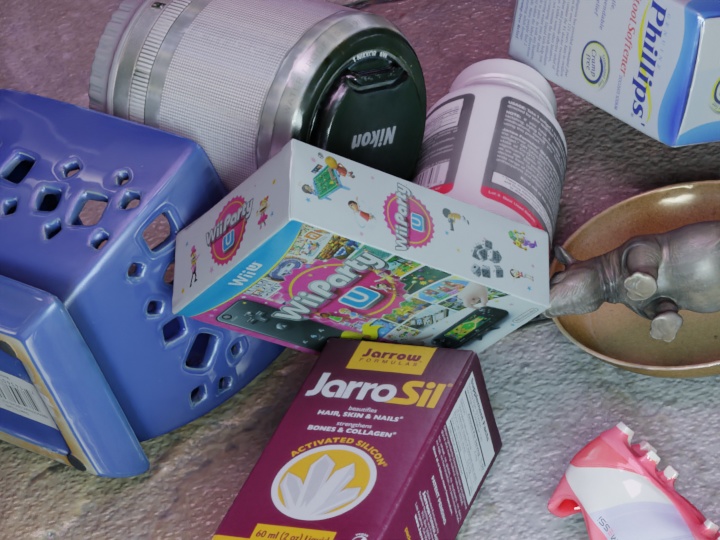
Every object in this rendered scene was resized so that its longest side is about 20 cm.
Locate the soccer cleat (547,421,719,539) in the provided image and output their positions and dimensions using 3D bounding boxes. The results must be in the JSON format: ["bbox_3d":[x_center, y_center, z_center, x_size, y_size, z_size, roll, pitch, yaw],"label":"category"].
[{"bbox_3d":[0.184,0.172,1.564,0.077,0.067,0.200,-48,44,9],"label":"soccer cleat"}]

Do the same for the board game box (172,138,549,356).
[{"bbox_3d":[0.000,0.000,1.691,0.147,0.200,0.064,-37,43,47],"label":"board game box"}]

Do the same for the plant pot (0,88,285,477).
[{"bbox_3d":[-0.196,0.018,1.788,0.200,0.200,0.180,17,54,36],"label":"plant pot"}]

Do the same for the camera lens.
[{"bbox_3d":[-0.067,-0.114,1.802,0.200,0.160,0.160,19,48,35],"label":"camera lens"}]

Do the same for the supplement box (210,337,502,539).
[{"bbox_3d":[0.000,0.140,1.640,0.110,0.086,0.200,4,40,25],"label":"supplement box"}]

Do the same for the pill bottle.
[{"bbox_3d":[0.088,-0.061,1.851,0.110,0.111,0.200,-4,38,16],"label":"pill bottle"}]

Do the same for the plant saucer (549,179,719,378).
[{"bbox_3d":[0.226,0.013,1.766,0.199,0.036,0.200,-11,37,8],"label":"plant saucer"}]

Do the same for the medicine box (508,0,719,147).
[{"bbox_3d":[0.241,-0.176,1.900,0.182,0.103,0.200,-9,28,-34],"label":"medicine box"}]

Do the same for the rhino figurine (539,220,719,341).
[{"bbox_3d":[0.194,0.005,1.706,0.199,0.060,0.088,-8,23,13],"label":"rhino figurine"}]

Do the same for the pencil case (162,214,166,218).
[{"bbox_3d":[-0.073,-0.034,1.906,0.085,0.084,0.200,-8,31,-31],"label":"pencil case"}]
